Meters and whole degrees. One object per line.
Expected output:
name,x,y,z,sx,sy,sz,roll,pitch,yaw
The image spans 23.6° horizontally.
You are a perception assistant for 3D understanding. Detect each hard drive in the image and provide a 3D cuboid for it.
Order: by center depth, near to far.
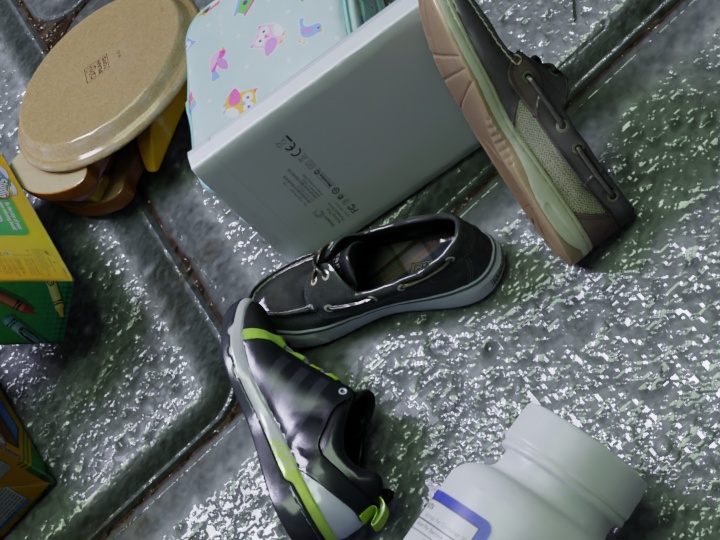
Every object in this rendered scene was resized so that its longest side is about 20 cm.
hard drive,0.000,-0.094,1.174,0.199,0.132,0.027,-34,43,13

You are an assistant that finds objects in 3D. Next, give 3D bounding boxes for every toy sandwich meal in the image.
toy sandwich meal,-0.195,-0.136,1.396,0.204,0.070,0.206,-23,43,22

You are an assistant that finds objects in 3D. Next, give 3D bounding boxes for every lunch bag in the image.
lunch bag,-0.047,-0.137,1.276,0.160,0.077,0.201,-25,50,19

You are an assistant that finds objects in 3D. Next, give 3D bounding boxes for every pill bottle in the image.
pill bottle,0.071,0.179,0.956,0.112,0.112,0.201,29,80,44

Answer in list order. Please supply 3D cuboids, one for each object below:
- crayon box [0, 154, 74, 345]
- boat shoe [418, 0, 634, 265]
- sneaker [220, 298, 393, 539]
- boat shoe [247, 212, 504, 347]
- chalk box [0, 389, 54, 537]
crayon box,-0.308,-0.020,1.325,0.200,0.118,0.059,51,133,47
boat shoe,0.105,-0.103,1.092,0.065,0.201,0.072,-31,2,-6
sneaker,-0.029,0.094,1.127,0.082,0.072,0.201,-26,54,4
boat shoe,0.000,0.000,1.164,0.199,0.057,0.069,-14,54,29
chalk box,-0.342,0.119,1.293,0.125,0.124,0.200,-45,44,4
